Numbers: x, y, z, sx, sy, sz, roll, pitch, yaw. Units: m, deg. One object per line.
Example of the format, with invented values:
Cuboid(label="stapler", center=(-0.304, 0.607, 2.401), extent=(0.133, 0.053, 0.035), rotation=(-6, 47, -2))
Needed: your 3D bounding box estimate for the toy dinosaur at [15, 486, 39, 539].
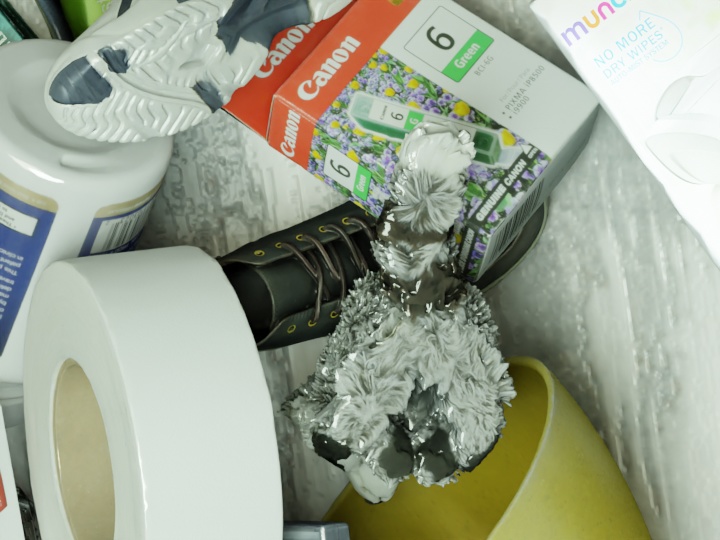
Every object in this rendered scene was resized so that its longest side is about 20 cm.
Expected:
Cuboid(label="toy dinosaur", center=(-0.243, 0.115, 1.534), extent=(0.135, 0.102, 0.201), rotation=(-4, 113, 5))

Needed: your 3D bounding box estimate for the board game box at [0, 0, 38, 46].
Cuboid(label="board game box", center=(-0.253, -0.065, 1.581), extent=(0.200, 0.028, 0.135), rotation=(-41, 85, 11))

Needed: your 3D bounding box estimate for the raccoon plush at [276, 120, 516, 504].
Cuboid(label="raccoon plush", center=(0.024, 0.022, 1.442), extent=(0.096, 0.134, 0.201), rotation=(16, 95, -17))

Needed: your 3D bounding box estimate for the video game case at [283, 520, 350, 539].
Cuboid(label="video game case", center=(-0.034, 0.222, 1.402), extent=(0.019, 0.143, 0.201), rotation=(-7, 89, -28))

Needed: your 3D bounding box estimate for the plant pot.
Cuboid(label="plant pot", center=(0.075, 0.166, 1.460), extent=(0.142, 0.200, 0.200), rotation=(41, 102, -17))

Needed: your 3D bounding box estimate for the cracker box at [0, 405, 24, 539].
Cuboid(label="cracker box", center=(-0.242, 0.160, 1.401), extent=(0.057, 0.200, 0.135), rotation=(3, 112, 31))

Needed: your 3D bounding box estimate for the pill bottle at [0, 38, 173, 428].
Cuboid(label="pill bottle", center=(-0.176, -0.013, 1.497), extent=(0.111, 0.111, 0.200), rotation=(33, 130, 8))

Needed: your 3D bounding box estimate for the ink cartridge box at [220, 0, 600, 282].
Cuboid(label="ink cartridge box", center=(0.011, -0.095, 1.479), extent=(0.200, 0.050, 0.109), rotation=(34, 62, 12))

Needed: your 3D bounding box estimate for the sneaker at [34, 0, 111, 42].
Cuboid(label="sneaker", center=(-0.149, -0.185, 1.523), extent=(0.074, 0.081, 0.201), rotation=(-21, 90, 13))

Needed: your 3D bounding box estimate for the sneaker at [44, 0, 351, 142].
Cuboid(label="sneaker", center=(-0.103, -0.149, 1.463), extent=(0.199, 0.080, 0.129), rotation=(-40, 50, -20))

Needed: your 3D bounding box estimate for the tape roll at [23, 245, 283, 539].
Cuboid(label="tape roll", center=(-0.104, 0.091, 1.403), extent=(0.070, 0.202, 0.204), rotation=(-8, 93, -22))

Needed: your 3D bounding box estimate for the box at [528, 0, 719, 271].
Cuboid(label="box", center=(0.217, -0.124, 1.442), extent=(0.200, 0.097, 0.177), rotation=(-36, 88, 13))

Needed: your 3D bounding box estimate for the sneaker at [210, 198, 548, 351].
Cuboid(label="sneaker", center=(0.000, 0.000, 1.491), extent=(0.199, 0.106, 0.075), rotation=(-22, 89, 12))
